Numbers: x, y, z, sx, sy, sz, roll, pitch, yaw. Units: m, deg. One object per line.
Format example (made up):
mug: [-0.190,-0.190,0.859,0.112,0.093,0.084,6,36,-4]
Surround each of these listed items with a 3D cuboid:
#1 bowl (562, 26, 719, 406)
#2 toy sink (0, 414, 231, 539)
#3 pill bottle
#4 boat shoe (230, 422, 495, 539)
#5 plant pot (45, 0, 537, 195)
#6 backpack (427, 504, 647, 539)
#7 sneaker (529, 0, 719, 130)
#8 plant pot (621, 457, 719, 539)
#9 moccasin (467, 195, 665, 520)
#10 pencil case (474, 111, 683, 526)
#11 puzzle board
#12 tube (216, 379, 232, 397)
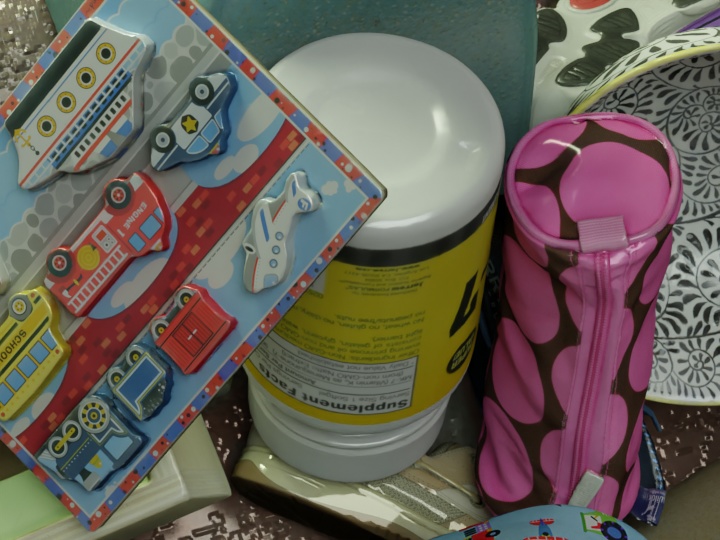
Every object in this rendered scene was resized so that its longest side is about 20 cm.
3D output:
bowl: [0.165,-0.043,1.409,0.200,0.201,0.094,10,33,-13]
toy sink: [-0.161,0.035,1.348,0.130,0.112,0.201,-22,83,6]
pill bottle: [0.000,0.000,1.337,0.114,0.200,0.115,2,52,-3]
boat shoe: [0.040,0.111,1.432,0.199,0.072,0.065,23,72,-3]
plant pot: [-0.027,-0.151,1.377,0.195,0.200,0.196,-13,60,-17]
backpack: [0.079,0.211,1.302,0.182,0.135,0.201,-19,93,6]
sneaker: [0.134,-0.111,1.511,0.080,0.084,0.200,29,48,28]
plant pot: [0.228,0.145,1.430,0.199,0.187,0.188,-13,81,-7]
moccasin: [0.085,0.040,1.460,0.080,0.068,0.200,-33,88,-20]
pencil case: [0.097,0.031,1.332,0.090,0.201,0.094,6,42,6]
puzzle board: [-0.104,-0.011,1.253,0.151,0.017,0.200,44,108,9]
tube: [-0.072,-0.040,1.449,0.058,0.052,0.201,31,61,-44]
